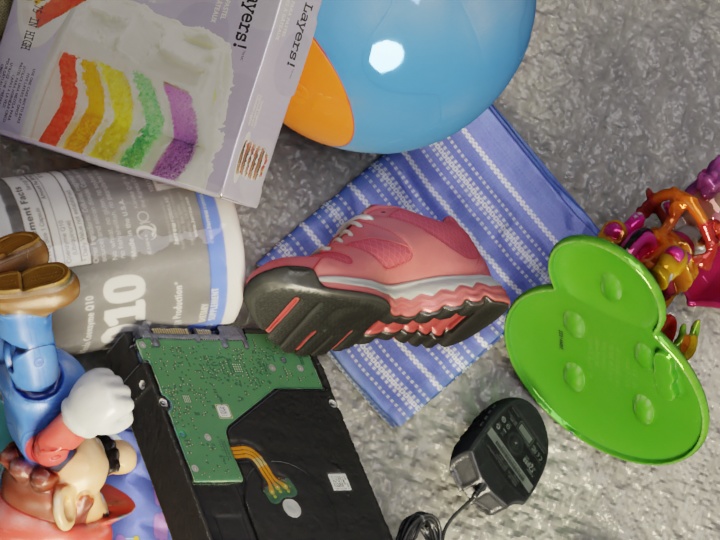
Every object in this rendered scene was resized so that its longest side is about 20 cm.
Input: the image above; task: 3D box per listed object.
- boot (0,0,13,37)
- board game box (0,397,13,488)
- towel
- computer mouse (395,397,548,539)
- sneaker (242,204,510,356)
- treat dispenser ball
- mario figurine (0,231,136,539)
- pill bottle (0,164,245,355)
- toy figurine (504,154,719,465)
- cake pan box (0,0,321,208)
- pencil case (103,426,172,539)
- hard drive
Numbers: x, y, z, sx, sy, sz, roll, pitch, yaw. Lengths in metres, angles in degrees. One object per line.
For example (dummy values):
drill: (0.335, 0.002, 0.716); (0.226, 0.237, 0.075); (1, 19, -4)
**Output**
boot: (-0.171, -0.234, 1.668); (0.155, 0.073, 0.200); (6, 82, -16)
board game box: (-0.296, 0.131, 1.570); (0.200, 0.047, 0.151); (19, 74, -14)
towel: (0.050, -0.011, 1.722); (0.200, 0.024, 0.145); (-40, 93, -20)
computer mouse: (0.061, 0.148, 1.659); (0.059, 0.034, 0.200); (57, 44, -14)
sneaker: (0.000, 0.000, 1.648); (0.200, 0.074, 0.087); (2, 58, -42)
treat dispenser ball: (0.010, -0.173, 1.644); (0.201, 0.201, 0.201); (3, 79, -17)
mario figurine: (-0.165, 0.076, 1.508); (0.106, 0.124, 0.200); (0, 118, 11)
pill bottle: (-0.180, -0.004, 1.598); (0.200, 0.114, 0.114); (-10, 83, -19)
toy figurine: (0.202, -0.006, 1.702); (0.150, 0.200, 0.184); (24, 54, 25)
cake pan box: (-0.117, -0.154, 1.563); (0.184, 0.052, 0.200); (18, 90, 25)
pencil case: (-0.139, 0.185, 1.592); (0.078, 0.087, 0.200); (14, 74, -50)
hard drive: (-0.060, 0.124, 1.571); (0.140, 0.038, 0.200); (2, 54, -41)
